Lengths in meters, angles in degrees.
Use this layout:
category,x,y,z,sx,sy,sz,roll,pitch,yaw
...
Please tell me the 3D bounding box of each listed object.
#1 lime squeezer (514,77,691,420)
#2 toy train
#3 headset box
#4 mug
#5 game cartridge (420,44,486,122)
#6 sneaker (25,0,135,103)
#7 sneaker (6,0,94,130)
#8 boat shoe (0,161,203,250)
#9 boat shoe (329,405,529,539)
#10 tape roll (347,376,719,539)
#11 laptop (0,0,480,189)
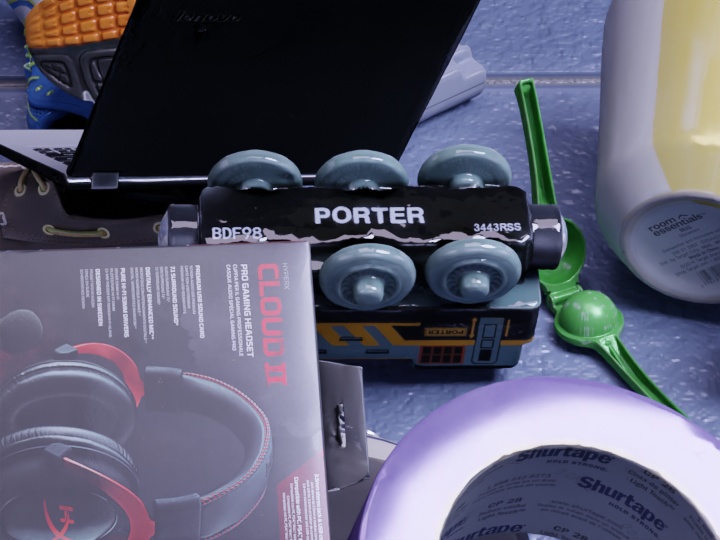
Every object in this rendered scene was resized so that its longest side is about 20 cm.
category,x,y,z,sx,sy,sz,roll,pitch,yaw
lime squeezer,0.118,0.003,1.478,0.038,0.071,0.201,-10,69,-36
toy train,0.000,0.000,1.422,0.199,0.114,0.085,-1,53,-6
headset box,-0.097,0.069,1.218,0.199,0.075,0.149,-1,72,-8
mug,0.190,-0.078,1.492,0.149,0.187,0.154,13,50,5
game cartridge,-0.039,-0.134,1.660,0.133,0.041,0.200,-22,45,-29
sneaker,-0.081,-0.134,1.557,0.199,0.076,0.092,-2,19,-2
sneaker,-0.164,-0.120,1.612,0.105,0.076,0.200,-31,50,-31
boat shoe,-0.149,-0.035,1.522,0.199,0.060,0.072,8,41,10
boat shoe,-0.008,0.091,1.368,0.199,0.075,0.093,20,26,7
tape roll,0.086,0.152,1.232,0.199,0.085,0.201,7,57,-11
laptop,-0.071,-0.103,1.450,0.187,0.116,0.200,-1,13,-30
